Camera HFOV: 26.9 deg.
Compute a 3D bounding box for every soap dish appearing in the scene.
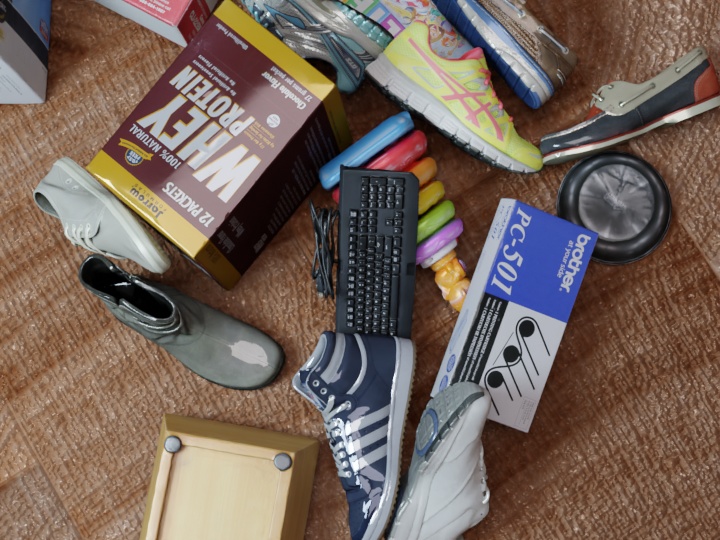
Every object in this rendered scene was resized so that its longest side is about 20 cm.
[{"bbox_3d":[-0.132,0.245,1.421,0.155,0.081,0.202,9,82,5],"label":"soap dish"}]

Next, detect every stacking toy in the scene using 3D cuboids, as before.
[{"bbox_3d":[0.056,-0.044,1.458,0.109,0.116,0.201,-35,91,0],"label":"stacking toy"}]

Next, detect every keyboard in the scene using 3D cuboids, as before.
[{"bbox_3d":[0.000,0.000,1.420,0.103,0.040,0.202,5,118,6],"label":"keyboard"}]

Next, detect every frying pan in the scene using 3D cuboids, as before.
[{"bbox_3d":[0.217,-0.047,1.478,0.189,0.031,0.116,-26,78,-4],"label":"frying pan"}]

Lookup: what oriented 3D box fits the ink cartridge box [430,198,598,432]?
[{"bbox_3d":[0.146,0.042,1.429,0.093,0.044,0.202,20,89,-15],"label":"ink cartridge box"}]

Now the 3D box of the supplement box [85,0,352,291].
[{"bbox_3d":[-0.125,-0.111,1.423,0.132,0.197,0.201,39,85,9],"label":"supplement box"}]

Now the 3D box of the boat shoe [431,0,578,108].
[{"bbox_3d":[0.131,-0.254,1.466,0.072,0.072,0.200,-40,90,-8],"label":"boat shoe"}]

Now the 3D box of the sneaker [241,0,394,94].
[{"bbox_3d":[-0.071,-0.242,1.462,0.199,0.078,0.087,29,97,-3],"label":"sneaker"}]

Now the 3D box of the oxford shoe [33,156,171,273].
[{"bbox_3d":[-0.240,-0.041,1.392,0.058,0.075,0.199,-44,47,-12],"label":"oxford shoe"}]

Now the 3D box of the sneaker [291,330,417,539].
[{"bbox_3d":[-0.015,0.154,1.419,0.107,0.070,0.202,13,78,-16],"label":"sneaker"}]

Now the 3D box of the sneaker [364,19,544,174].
[{"bbox_3d":[0.106,-0.167,1.456,0.199,0.078,0.091,34,90,-13],"label":"sneaker"}]

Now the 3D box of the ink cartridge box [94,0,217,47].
[{"bbox_3d":[-0.191,-0.351,1.525,0.143,0.084,0.201,28,85,8],"label":"ink cartridge box"}]

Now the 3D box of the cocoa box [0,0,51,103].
[{"bbox_3d":[-0.390,-0.253,1.462,0.132,0.200,0.133,0,80,4],"label":"cocoa box"}]

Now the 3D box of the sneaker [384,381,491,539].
[{"bbox_3d":[0.086,0.186,1.397,0.086,0.075,0.201,15,123,-7],"label":"sneaker"}]

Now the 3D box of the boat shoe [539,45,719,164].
[{"bbox_3d":[0.259,-0.157,1.465,0.198,0.071,0.063,-22,92,-9],"label":"boat shoe"}]

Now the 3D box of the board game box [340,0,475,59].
[{"bbox_3d":[0.044,-0.285,1.524,0.134,0.034,0.200,-43,81,-4],"label":"board game box"}]

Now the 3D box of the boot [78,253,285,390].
[{"bbox_3d":[-0.172,0.053,1.431,0.198,0.131,0.068,25,83,7],"label":"boot"}]
